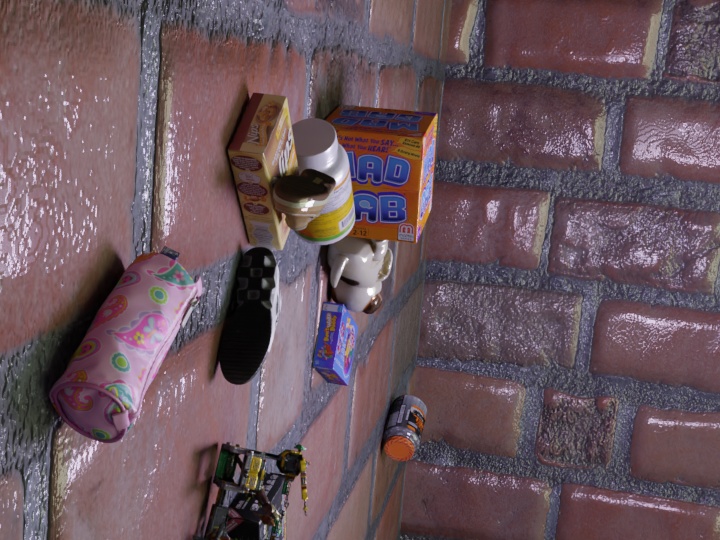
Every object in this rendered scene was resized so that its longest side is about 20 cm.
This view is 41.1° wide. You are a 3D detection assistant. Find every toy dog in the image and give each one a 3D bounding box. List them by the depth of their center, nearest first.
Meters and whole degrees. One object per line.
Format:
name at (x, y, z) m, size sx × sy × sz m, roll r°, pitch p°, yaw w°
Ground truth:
toy dog at (0.000, 0.000, 1.966) m, size 0.201 × 0.138 × 0.195 m, roll 88°, pitch 15°, yaw -47°

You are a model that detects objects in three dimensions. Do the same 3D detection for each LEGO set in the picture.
LEGO set at (-0.144, 0.327, 1.333) m, size 0.202 × 0.153 × 0.116 m, roll -69°, pitch -166°, yaw -13°

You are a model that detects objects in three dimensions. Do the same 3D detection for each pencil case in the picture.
pencil case at (-0.223, 0.069, 0.936) m, size 0.201 × 0.086 × 0.088 m, roll -70°, pitch 163°, yaw -49°

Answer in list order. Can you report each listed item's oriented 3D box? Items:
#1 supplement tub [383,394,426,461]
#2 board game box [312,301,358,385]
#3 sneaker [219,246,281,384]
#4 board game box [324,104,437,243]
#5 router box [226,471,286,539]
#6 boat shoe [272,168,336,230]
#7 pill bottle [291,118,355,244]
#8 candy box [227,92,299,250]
supplement tub at (0.142, 0.511, 3.104) m, size 0.201 × 0.121 × 0.123 m, roll -70°, pitch 164°, yaw -51°
board game box at (-0.051, 0.158, 2.033) m, size 0.200 × 0.044 × 0.136 m, roll 64°, pitch 34°, yaw -71°
sneaker at (-0.147, 0.076, 1.378) m, size 0.089 × 0.073 × 0.202 m, roll 70°, pitch 29°, yaw -64°
board game box at (0.031, -0.187, 1.823) m, size 0.200 × 0.198 × 0.202 m, roll -61°, pitch 156°, yaw -66°
router box at (-0.166, 0.446, 1.533) m, size 0.150 × 0.061 × 0.202 m, roll -50°, pitch 144°, yaw -70°
boat shoe at (-0.082, -0.091, 1.361) m, size 0.077 × 0.071 × 0.200 m, roll -67°, pitch 171°, yaw 16°
pill bottle at (-0.070, -0.145, 1.550) m, size 0.201 × 0.110 × 0.112 m, roll 83°, pitch 17°, yaw -52°
candy box at (-0.132, -0.138, 1.368) m, size 0.201 × 0.055 × 0.116 m, roll 85°, pitch 17°, yaw -52°
